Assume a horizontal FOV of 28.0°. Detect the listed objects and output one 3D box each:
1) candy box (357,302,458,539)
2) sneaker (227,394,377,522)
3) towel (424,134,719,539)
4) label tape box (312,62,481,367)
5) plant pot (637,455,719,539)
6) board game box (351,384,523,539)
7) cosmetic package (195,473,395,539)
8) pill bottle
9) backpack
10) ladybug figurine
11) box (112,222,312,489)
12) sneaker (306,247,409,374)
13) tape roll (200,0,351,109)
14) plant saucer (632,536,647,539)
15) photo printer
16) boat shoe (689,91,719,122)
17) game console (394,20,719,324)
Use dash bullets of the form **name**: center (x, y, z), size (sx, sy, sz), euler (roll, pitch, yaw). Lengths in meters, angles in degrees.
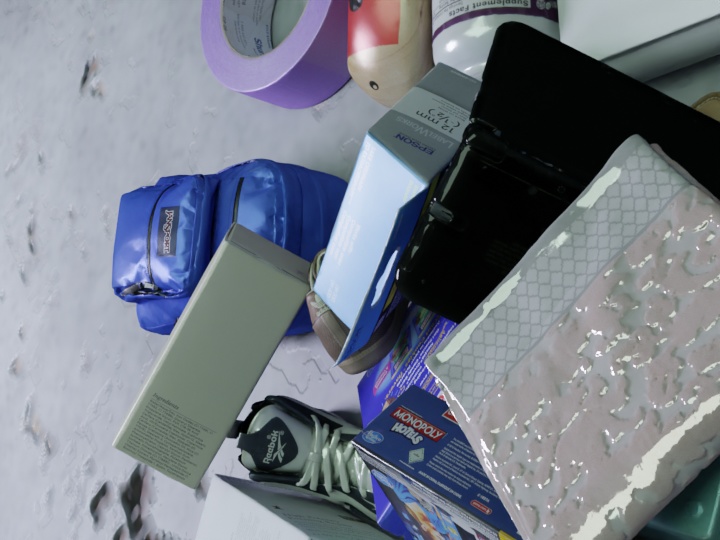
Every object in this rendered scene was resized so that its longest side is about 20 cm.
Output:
- **candy box**: center (0.074, 0.083, 1.054), size (0.169, 0.077, 0.200), euler (-58, 15, 19)
- **sneaker**: center (-0.032, 0.153, 1.166), size (0.199, 0.129, 0.080), euler (26, 100, 48)
- **towel**: center (0.138, 0.043, 0.793), size (0.200, 0.032, 0.191), euler (-48, 40, 13)
- **label tape box**: center (0.023, -0.043, 1.019), size (0.066, 0.200, 0.143), euler (29, 127, 12)
- **plant pot**: center (0.232, 0.109, 0.844), size (0.141, 0.200, 0.142), euler (11, 86, 48)
- **board game box**: center (0.108, 0.192, 0.909), size (0.062, 0.200, 0.200), euler (-41, 38, -20)
- **cosmetic package**: center (-0.048, 0.225, 1.155), size (0.200, 0.102, 0.074), euler (17, 92, 61)
- **pill bottle**: center (0.111, -0.206, 1.127), size (0.112, 0.112, 0.200), euler (-16, 68, 44)
- **backpack**: center (-0.110, -0.013, 1.274), size (0.200, 0.168, 0.163), euler (-4, 83, 42)
- **ladybug figurine**: center (0.026, -0.231, 1.211), size (0.136, 0.072, 0.200), euler (89, -177, -81)
- **box**: center (-0.118, 0.069, 1.165), size (0.200, 0.082, 0.068), euler (-58, 7, 13)
- **sneaker**: center (0.000, 0.000, 1.135), size (0.070, 0.076, 0.200), euler (-29, 21, 16)
- **tape roll**: center (-0.066, -0.257, 1.365), size (0.200, 0.066, 0.200), euler (-15, 68, 43)
- **plant saucer**: center (0.156, 0.165, 1.003), size (0.200, 0.032, 0.201), euler (-12, 76, 61)
- **photo printer**: center (0.234, -0.230, 1.032), size (0.200, 0.069, 0.167), euler (-16, 68, 44)
- **boat shoe**: center (0.201, -0.045, 1.018), size (0.200, 0.066, 0.074), euler (-55, 45, 19)
- **game console**: center (0.144, -0.036, 0.942), size (0.176, 0.200, 0.116), euler (-63, 7, 18)
